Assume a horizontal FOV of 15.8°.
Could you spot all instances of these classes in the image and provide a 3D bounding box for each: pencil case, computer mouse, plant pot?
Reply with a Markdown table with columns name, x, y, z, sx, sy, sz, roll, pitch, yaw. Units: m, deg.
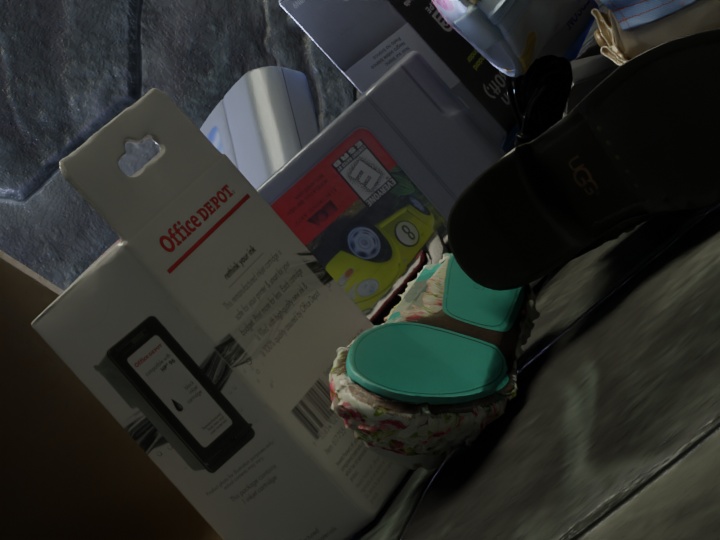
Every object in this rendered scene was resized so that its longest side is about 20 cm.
| name | x | y | z | sx | sy | sz | roll | pitch | yaw |
| --- | --- | --- | --- | --- | --- | --- | --- | --- | --- |
| pencil case | 0.119 | -0.189 | 1.313 | 0.200 | 0.083 | 0.091 | -43 | 30 | -1 |
| computer mouse | 0.132 | -0.086 | 1.428 | 0.044 | 0.110 | 0.200 | 7 | 22 | 24 |
| plant pot | -0.176 | 0.136 | 1.175 | 0.178 | 0.199 | 0.200 | -60 | -4 | 33 |

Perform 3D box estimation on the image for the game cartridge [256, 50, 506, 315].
| name | x | y | z | sx | sy | sz | roll | pitch | yaw |
| --- | --- | --- | --- | --- | --- | --- | --- | --- | --- |
| game cartridge | 0.000 | 0.000 | 1.310 | 0.200 | 0.133 | 0.041 | -43 | 5 | -16 |

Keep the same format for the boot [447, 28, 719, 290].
| name | x | y | z | sx | sy | sz | roll | pitch | yaw |
| --- | --- | --- | --- | --- | --- | --- | --- | --- | --- |
| boot | 0.136 | -0.060 | 1.144 | 0.199 | 0.070 | 0.174 | -26 | 0 | 28 |

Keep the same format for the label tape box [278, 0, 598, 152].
| name | x | y | z | sx | sy | sz | roll | pitch | yaw |
| --- | --- | --- | --- | --- | --- | --- | --- | --- | --- |
| label tape box | 0.067 | -0.124 | 1.438 | 0.066 | 0.200 | 0.143 | -36 | 12 | 43 |

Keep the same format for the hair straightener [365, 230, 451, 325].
| name | x | y | z | sx | sy | sz | roll | pitch | yaw |
| --- | --- | --- | --- | --- | --- | --- | --- | --- | --- |
| hair straightener | 0.025 | 0.046 | 1.257 | 0.077 | 0.041 | 0.200 | 25 | 62 | 41 |

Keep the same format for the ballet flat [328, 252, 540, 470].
| name | x | y | z | sx | sy | sz | roll | pitch | yaw |
| --- | --- | --- | --- | --- | --- | --- | --- | --- | --- |
| ballet flat | 0.033 | 0.048 | 1.097 | 0.200 | 0.075 | 0.064 | -40 | -30 | -66 |

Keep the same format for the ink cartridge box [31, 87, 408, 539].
| name | x | y | z | sx | sy | sz | roll | pitch | yaw |
| --- | --- | --- | --- | --- | --- | --- | --- | --- | --- |
| ink cartridge box | -0.064 | 0.028 | 1.143 | 0.068 | 0.200 | 0.116 | -39 | 4 | 28 |

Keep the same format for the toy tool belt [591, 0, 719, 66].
| name | x | y | z | sx | sy | sz | roll | pitch | yaw |
| --- | --- | --- | --- | --- | --- | --- | --- | --- | --- |
| toy tool belt | 0.190 | -0.164 | 1.224 | 0.200 | 0.123 | 0.125 | -36 | 17 | 28 |

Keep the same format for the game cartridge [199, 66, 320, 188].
| name | x | y | z | sx | sy | sz | roll | pitch | yaw |
| --- | --- | --- | --- | --- | --- | --- | --- | --- | --- |
| game cartridge | -0.074 | -0.011 | 1.432 | 0.041 | 0.134 | 0.200 | 4 | -42 | -29 |
